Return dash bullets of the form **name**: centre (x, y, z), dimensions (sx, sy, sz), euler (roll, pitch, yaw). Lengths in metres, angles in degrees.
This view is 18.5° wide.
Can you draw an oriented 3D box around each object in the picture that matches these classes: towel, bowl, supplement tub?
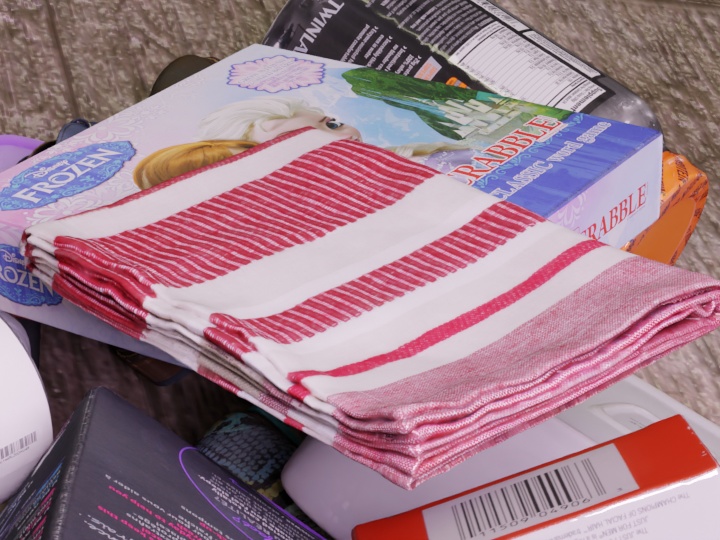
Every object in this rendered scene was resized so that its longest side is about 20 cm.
- **towel**: centre (0.000, 0.000, 0.720), dimensions (0.144, 0.023, 0.200), euler (-23, 34, -37)
- **bowl**: centre (0.092, 0.090, 0.810), dimensions (0.200, 0.075, 0.200), euler (32, 13, 25)
- **supplement tub**: centre (0.054, -0.058, 1.032), dimensions (0.200, 0.123, 0.122), euler (36, 38, 19)

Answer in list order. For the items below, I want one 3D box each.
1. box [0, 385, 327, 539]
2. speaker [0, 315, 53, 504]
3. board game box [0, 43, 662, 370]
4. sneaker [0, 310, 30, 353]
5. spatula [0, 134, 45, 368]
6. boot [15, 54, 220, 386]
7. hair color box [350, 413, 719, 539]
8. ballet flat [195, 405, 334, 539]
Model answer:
- **box**: centre (-0.066, 0.129, 0.657), dimensions (0.122, 0.106, 0.200), euler (35, 7, -8)
- **speaker**: centre (-0.196, 0.077, 0.697), dimensions (0.081, 0.081, 0.200), euler (38, 42, 23)
- **board game box**: centre (-0.018, -0.023, 0.837), dimensions (0.199, 0.041, 0.200), euler (15, 30, 30)
- **sneaker**: centre (-0.212, 0.061, 0.788), dimensions (0.200, 0.071, 0.113), euler (-2, 37, -18)
- **spatula**: centre (-0.144, 0.011, 0.929), dimensions (0.056, 0.021, 0.200), euler (15, 37, -16)
- **boot**: centre (-0.100, -0.049, 0.956), dimensions (0.097, 0.075, 0.200), euler (37, 31, -28)
- **hair color box**: centre (0.081, 0.158, 0.668), dimensions (0.111, 0.200, 0.064), euler (-19, 11, 1)
- **ballet flat**: centre (0.006, 0.133, 0.823), dimensions (0.200, 0.074, 0.074), euler (35, 38, 22)
